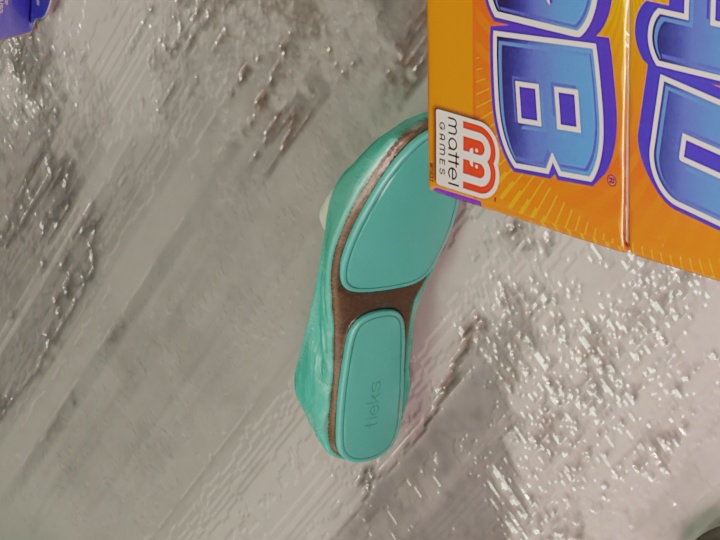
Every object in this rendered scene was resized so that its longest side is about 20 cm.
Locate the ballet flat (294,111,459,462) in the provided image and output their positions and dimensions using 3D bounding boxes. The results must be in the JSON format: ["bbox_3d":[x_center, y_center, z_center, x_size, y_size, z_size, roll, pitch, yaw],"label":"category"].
[{"bbox_3d":[0.000,0.000,1.168,0.070,0.067,0.202,45,133,46],"label":"ballet flat"}]

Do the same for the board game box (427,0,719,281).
[{"bbox_3d":[0.160,-0.125,0.833,0.199,0.199,0.202,20,119,43],"label":"board game box"}]

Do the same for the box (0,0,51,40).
[{"bbox_3d":[-0.252,-0.219,1.379,0.199,0.041,0.120,32,126,39],"label":"box"}]

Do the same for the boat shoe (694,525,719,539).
[{"bbox_3d":[0.207,0.148,0.998,0.199,0.057,0.068,5,109,47],"label":"boat shoe"}]
